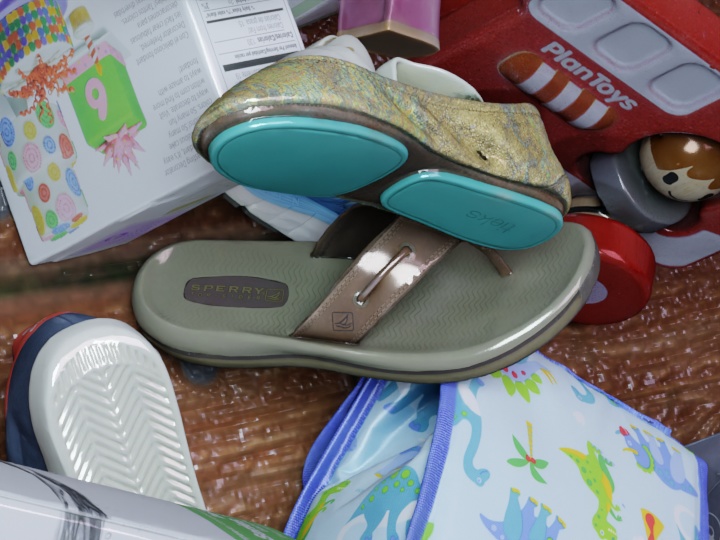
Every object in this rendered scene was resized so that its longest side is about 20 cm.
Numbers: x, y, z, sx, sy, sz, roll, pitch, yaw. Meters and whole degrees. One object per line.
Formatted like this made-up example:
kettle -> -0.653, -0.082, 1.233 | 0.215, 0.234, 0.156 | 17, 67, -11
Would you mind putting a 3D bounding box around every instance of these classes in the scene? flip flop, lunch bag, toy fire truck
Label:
flip flop -> 0.000, 0.000, 1.221 | 0.081, 0.199, 0.058 | -77, 164, -47
lunch bag -> 0.059, 0.129, 1.254 | 0.170, 0.127, 0.201 | 33, 63, -27
toy fire truck -> 0.120, -0.070, 1.357 | 0.200, 0.168, 0.112 | 33, 54, -27

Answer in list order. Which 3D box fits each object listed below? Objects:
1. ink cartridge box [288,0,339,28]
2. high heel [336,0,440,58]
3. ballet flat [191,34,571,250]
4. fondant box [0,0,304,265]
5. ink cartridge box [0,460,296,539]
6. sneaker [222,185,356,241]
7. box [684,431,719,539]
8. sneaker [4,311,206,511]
ink cartridge box -> 0.050, -0.175, 1.300 | 0.145, 0.200, 0.048 | -28, 92, -56
high heel -> -0.033, -0.151, 1.125 | 0.200, 0.067, 0.097 | 20, 69, -53
ballet flat -> 0.006, -0.057, 1.135 | 0.200, 0.071, 0.071 | 14, 64, -45
fondant box -> -0.107, -0.120, 1.196 | 0.058, 0.144, 0.201 | -14, 82, -45
ink cartridge box -> -0.125, 0.148, 1.066 | 0.199, 0.084, 0.147 | 18, 93, -29
sneaker -> -0.008, -0.058, 1.281 | 0.200, 0.090, 0.078 | 39, 19, -29
box -> 0.258, 0.124, 1.378 | 0.114, 0.200, 0.133 | 6, 69, -38
sneaker -> -0.098, 0.109, 1.168 | 0.075, 0.084, 0.201 | -13, 106, -23
